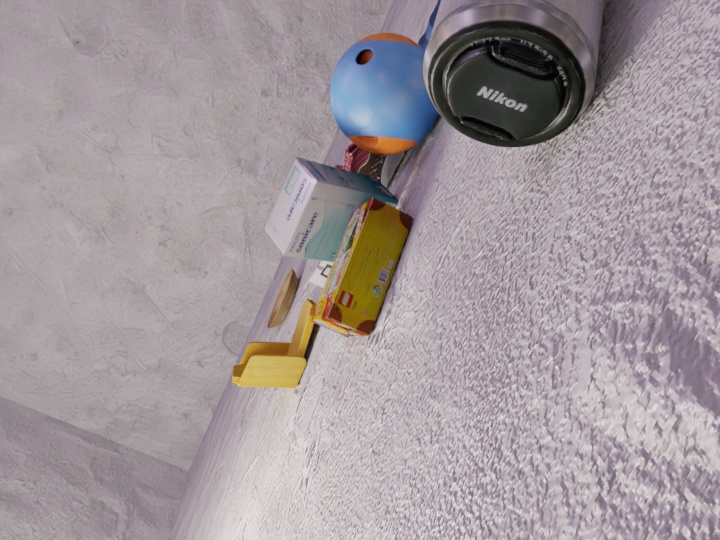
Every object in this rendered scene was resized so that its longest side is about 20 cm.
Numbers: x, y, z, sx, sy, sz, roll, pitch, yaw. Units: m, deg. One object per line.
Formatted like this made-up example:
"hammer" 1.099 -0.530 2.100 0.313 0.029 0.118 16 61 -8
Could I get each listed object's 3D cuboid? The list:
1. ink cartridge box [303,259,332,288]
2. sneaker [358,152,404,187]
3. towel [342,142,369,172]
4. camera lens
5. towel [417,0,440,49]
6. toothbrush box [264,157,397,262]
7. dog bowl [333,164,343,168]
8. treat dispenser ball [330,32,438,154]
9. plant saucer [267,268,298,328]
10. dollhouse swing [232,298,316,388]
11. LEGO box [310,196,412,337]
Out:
"ink cartridge box" -0.049 -0.038 1.551 0.200 0.065 0.118 128 161 -54
"sneaker" 0.054 -0.215 1.469 0.084 0.073 0.201 -35 -14 -27
"towel" 0.021 -0.242 1.505 0.144 0.023 0.200 -39 -9 -13
"camera lens" 0.151 -0.236 0.705 0.160 0.157 0.204 -49 20 57
"towel" 0.161 -0.500 1.519 0.113 0.047 0.203 -88 23 -61
"toothbrush box" -0.051 -0.100 1.314 0.085 0.197 0.149 46 119 39
"dog bowl" -0.067 -0.187 1.946 0.201 0.072 0.203 -91 26 -66
"treat dispenser ball" 0.044 -0.307 1.283 0.204 0.197 0.202 -62 11 22
"plant saucer" -0.240 0.095 2.330 0.202 0.035 0.203 -91 25 -64
"dollhouse swing" -0.194 0.154 1.653 0.200 0.176 0.182 -156 69 -80
"LEGO box" 0.000 0.000 1.198 0.149 0.076 0.205 157 135 -75
